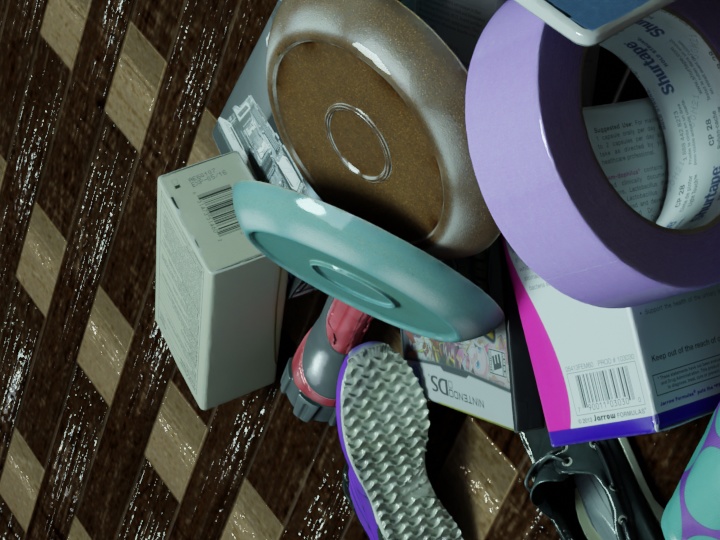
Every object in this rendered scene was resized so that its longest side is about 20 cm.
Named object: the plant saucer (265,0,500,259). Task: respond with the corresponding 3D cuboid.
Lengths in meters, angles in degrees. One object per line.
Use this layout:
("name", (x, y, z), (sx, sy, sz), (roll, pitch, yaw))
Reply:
("plant saucer", (0.007, -0.085, 1.172), (0.200, 0.032, 0.201), (36, 148, 27))

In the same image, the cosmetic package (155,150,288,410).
("cosmetic package", (-0.113, 0.011, 1.520), (0.104, 0.073, 0.201), (60, 159, 27))

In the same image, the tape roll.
("tape roll", (0.157, -0.082, 1.115), (0.065, 0.199, 0.202), (-18, 86, 50))

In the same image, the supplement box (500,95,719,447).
("supplement box", (0.163, -0.001, 1.208), (0.101, 0.103, 0.202), (-15, 89, 52))

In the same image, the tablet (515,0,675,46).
("tablet", (0.161, -0.198, 1.087), (0.130, 0.199, 0.014), (43, 150, 35))

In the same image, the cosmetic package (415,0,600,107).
("cosmetic package", (0.101, -0.200, 1.227), (0.085, 0.107, 0.202), (27, 118, 46))

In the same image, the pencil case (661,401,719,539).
("pencil case", (0.257, 0.099, 1.133), (0.092, 0.085, 0.201), (22, 124, 2))

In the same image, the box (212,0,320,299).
("box", (-0.038, -0.093, 1.443), (0.159, 0.049, 0.200), (64, 152, 16))

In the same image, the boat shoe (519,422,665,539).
("boat shoe", (0.148, 0.149, 1.294), (0.200, 0.066, 0.075), (62, 141, 21))

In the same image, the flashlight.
("flashlight", (-0.007, 0.041, 1.430), (0.068, 0.068, 0.200), (37, 143, 8))

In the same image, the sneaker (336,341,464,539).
("sneaker", (0.013, 0.144, 1.439), (0.099, 0.069, 0.202), (24, 132, 64))

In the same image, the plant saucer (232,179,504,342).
("plant saucer", (0.000, 0.000, 1.249), (0.199, 0.200, 0.028), (17, 77, 48))

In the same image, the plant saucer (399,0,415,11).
("plant saucer", (0.027, -0.202, 1.288), (0.200, 0.019, 0.070), (-92, 6, -69))

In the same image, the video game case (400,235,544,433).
("video game case", (0.070, 0.001, 1.344), (0.180, 0.025, 0.202), (-166, 69, -66))
